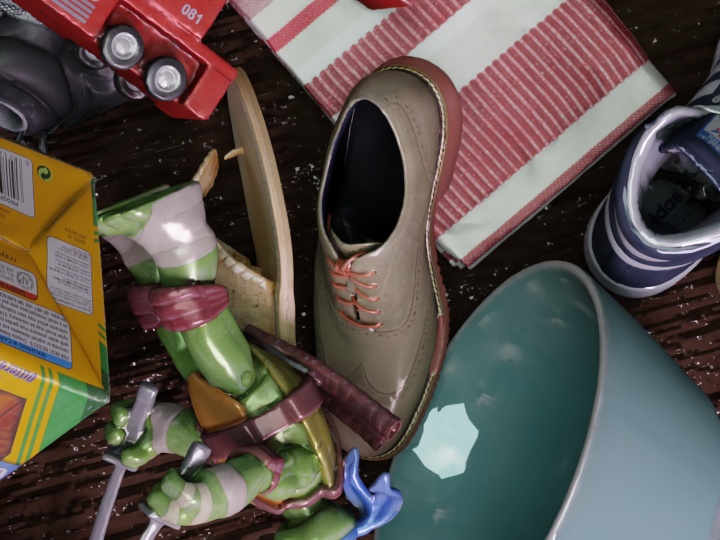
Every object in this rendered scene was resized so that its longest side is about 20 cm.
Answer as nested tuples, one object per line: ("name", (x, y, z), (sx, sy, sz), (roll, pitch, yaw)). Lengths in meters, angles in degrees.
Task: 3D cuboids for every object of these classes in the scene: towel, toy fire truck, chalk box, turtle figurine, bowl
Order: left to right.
("chalk box", (-0.219, 0.035, 1.217), (0.125, 0.124, 0.200), (23, 134, -36))
("turtle figurine", (-0.096, 0.068, 1.269), (0.200, 0.144, 0.194), (-18, 96, 19))
("toy fire truck", (-0.079, -0.149, 1.287), (0.200, 0.049, 0.141), (36, 79, -22))
("towel", (0.039, -0.119, 1.369), (0.144, 0.023, 0.200), (-40, 93, -1))
("bowl", (0.099, 0.106, 1.306), (0.105, 0.201, 0.201), (23, 92, -20))

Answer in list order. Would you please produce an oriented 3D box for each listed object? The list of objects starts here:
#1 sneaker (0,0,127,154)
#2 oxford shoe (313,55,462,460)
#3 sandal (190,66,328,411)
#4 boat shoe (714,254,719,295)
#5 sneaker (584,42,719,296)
("sneaker", (-0.175, -0.144, 1.307), (0.114, 0.075, 0.200), (-43, 111, -22))
("oxford shoe", (0.000, 0.000, 1.329), (0.070, 0.075, 0.200), (9, 106, 23))
("sandal", (-0.066, 0.013, 1.342), (0.070, 0.078, 0.212), (-14, 97, -10))
("boat shoe", (0.212, 0.023, 1.287), (0.065, 0.200, 0.072), (23, 103, -29))
("sneaker", (0.184, -0.075, 1.311), (0.070, 0.109, 0.200), (38, 82, 5))
